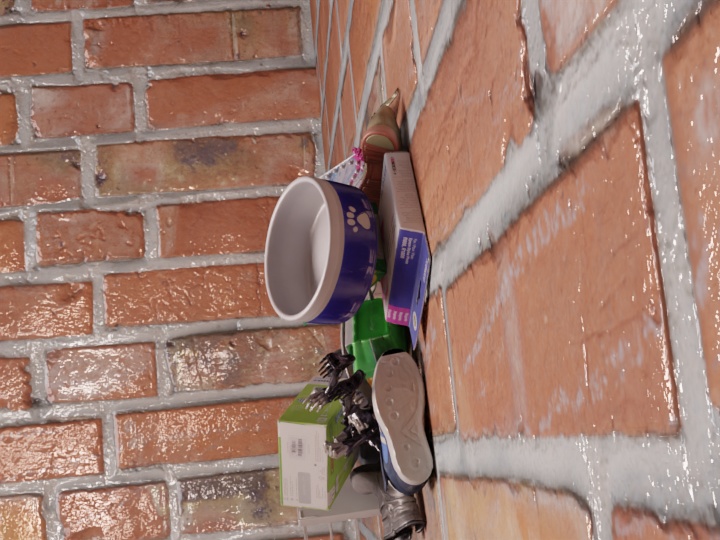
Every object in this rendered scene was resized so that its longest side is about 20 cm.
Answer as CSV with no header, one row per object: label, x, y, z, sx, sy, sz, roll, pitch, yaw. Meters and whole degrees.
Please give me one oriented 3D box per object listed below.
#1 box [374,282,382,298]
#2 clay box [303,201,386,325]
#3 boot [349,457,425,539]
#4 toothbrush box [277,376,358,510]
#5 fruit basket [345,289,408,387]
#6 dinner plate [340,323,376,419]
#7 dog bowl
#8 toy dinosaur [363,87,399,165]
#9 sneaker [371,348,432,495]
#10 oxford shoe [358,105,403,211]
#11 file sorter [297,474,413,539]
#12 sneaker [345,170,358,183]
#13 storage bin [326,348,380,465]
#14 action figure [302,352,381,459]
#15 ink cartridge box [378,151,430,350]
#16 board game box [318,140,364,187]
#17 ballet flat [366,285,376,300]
box,0.029,0.065,2.124,0.202,0.036,0.146,88,175,-47
clay box,-0.033,-0.006,1.655,0.200,0.047,0.116,-44,47,51
boot,0.039,0.380,1.834,0.200,0.069,0.134,132,135,-61
toothbrush box,-0.065,0.276,1.824,0.200,0.085,0.148,-46,-43,-68
fruit basket,0.034,0.153,1.758,0.186,0.092,0.202,-91,-8,-56
dinner plate,0.013,0.152,1.832,0.200,0.024,0.202,47,-147,-44
dog bowl,-0.058,-0.026,1.574,0.199,0.078,0.203,-20,66,57
toy dinosaur,0.033,-0.209,1.709,0.200,0.047,0.090,138,134,-80
sneaker,0.054,0.230,1.656,0.147,0.079,0.203,110,149,-70
oxford shoe,0.038,-0.153,1.650,0.201,0.070,0.074,95,-173,-52
file sorter,-0.009,0.446,1.973,0.139,0.197,0.126,-110,14,-73
sneaker,-0.024,-0.074,1.850,0.202,0.076,0.148,-32,41,49
storage bin,0.012,0.246,1.974,0.134,0.143,0.203,-150,55,-72
action figure,-0.028,0.210,1.665,0.119,0.101,0.201,54,163,38
ink cartridge box,0.055,-0.026,1.570,0.198,0.043,0.202,96,170,-48
board game box,-0.050,-0.088,1.804,0.199,0.026,0.202,-29,47,43
ballet flat,0.000,0.000,1.797,0.200,0.068,0.070,129,137,-62
